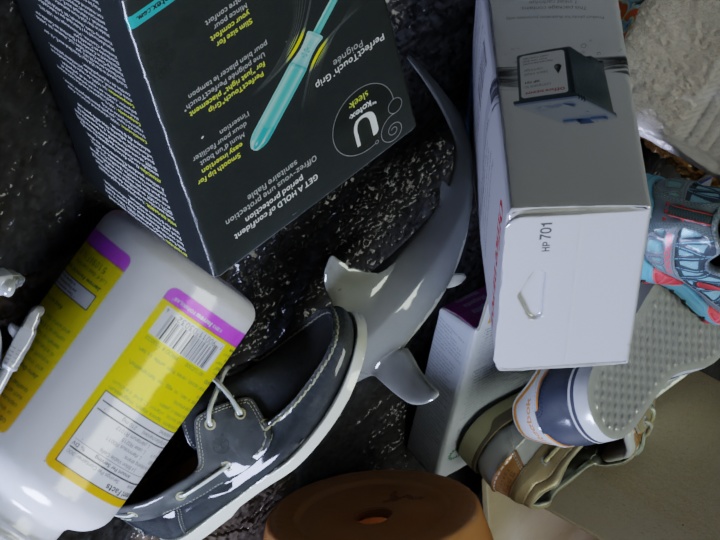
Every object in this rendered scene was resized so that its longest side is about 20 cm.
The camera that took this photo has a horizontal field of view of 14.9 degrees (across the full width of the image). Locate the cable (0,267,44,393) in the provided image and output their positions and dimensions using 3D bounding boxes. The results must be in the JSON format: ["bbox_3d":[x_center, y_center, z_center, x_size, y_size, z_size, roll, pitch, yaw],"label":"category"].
[{"bbox_3d":[-0.282,0.064,1.427,0.200,0.069,0.200,15,106,-49],"label":"cable"}]

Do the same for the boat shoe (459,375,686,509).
[{"bbox_3d":[0.162,0.098,1.832,0.200,0.068,0.075,-29,150,-26],"label":"boat shoe"}]

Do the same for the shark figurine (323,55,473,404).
[{"bbox_3d":[0.016,-0.011,1.638,0.089,0.128,0.215,28,95,-39],"label":"shark figurine"}]

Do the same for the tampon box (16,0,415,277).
[{"bbox_3d":[-0.081,-0.131,1.444,0.150,0.126,0.200,-37,139,-20],"label":"tampon box"}]

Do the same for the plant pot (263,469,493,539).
[{"bbox_3d":[0.013,0.217,1.757,0.200,0.200,0.140,-20,114,-35],"label":"plant pot"}]

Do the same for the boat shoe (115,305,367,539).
[{"bbox_3d":[-0.074,0.089,1.619,0.068,0.072,0.200,30,120,-34],"label":"boat shoe"}]

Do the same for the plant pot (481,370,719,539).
[{"bbox_3d":[0.217,0.182,1.920,0.177,0.200,0.200,-49,153,-29],"label":"plant pot"}]

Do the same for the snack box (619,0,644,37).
[{"bbox_3d":[0.136,-0.190,1.694,0.116,0.037,0.200,-45,140,-11],"label":"snack box"}]

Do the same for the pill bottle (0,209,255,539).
[{"bbox_3d":[-0.154,0.073,1.533,0.200,0.104,0.104,-54,141,-1],"label":"pill bottle"}]

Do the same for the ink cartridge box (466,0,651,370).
[{"bbox_3d":[0.112,-0.063,1.609,0.086,0.200,0.147,-3,141,-4],"label":"ink cartridge box"}]

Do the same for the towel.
[{"bbox_3d":[0.224,-0.128,1.652,0.035,0.132,0.200,-59,175,-37],"label":"towel"}]

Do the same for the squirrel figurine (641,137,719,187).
[{"bbox_3d":[0.277,-0.112,1.777,0.200,0.142,0.187,-28,-176,6],"label":"squirrel figurine"}]

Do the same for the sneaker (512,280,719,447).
[{"bbox_3d":[0.169,0.048,1.769,0.200,0.079,0.079,-35,106,-45],"label":"sneaker"}]

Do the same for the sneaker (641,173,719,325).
[{"bbox_3d":[0.240,-0.007,1.723,0.200,0.095,0.079,14,83,-50],"label":"sneaker"}]

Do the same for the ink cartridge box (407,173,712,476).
[{"bbox_3d":[0.129,0.027,1.807,0.196,0.043,0.200,-26,146,-31],"label":"ink cartridge box"}]
